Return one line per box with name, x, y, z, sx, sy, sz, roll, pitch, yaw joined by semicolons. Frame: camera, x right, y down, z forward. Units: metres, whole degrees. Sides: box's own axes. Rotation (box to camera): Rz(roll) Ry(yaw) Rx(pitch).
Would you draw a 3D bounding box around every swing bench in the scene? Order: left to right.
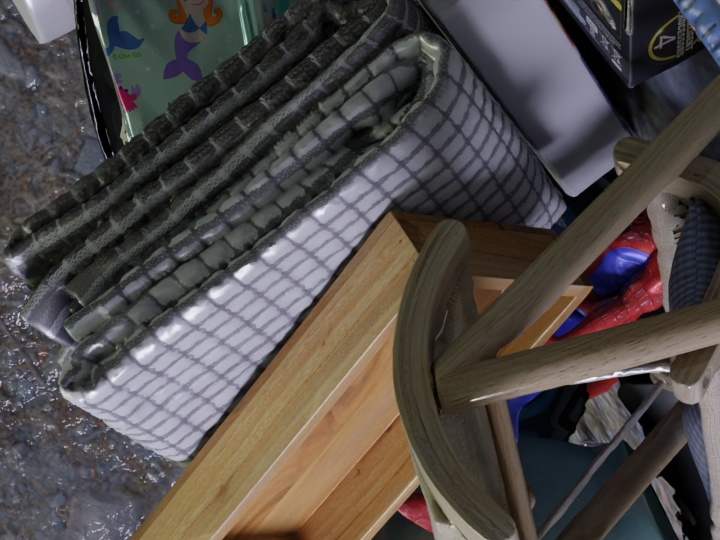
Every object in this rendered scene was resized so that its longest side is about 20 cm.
swing bench;0.107;0.058;0.732;0.130;0.200;0.199;54;169;35

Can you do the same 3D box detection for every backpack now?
backpack;-0.061;-0.101;0.922;0.178;0.150;0.200;-90;-15;-58

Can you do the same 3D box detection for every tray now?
tray;-0.003;0.060;0.791;0.098;0.200;0.037;5;-138;-46

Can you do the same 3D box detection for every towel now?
towel;-0.029;-0.013;0.785;0.086;0.200;0.166;53;-175;26

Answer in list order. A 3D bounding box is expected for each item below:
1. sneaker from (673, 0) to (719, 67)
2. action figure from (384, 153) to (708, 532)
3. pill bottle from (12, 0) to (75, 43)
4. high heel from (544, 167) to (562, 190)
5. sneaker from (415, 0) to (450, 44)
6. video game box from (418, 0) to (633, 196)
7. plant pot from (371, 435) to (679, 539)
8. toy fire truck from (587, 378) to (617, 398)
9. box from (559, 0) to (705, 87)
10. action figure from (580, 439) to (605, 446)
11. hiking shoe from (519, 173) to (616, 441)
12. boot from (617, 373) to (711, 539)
sneaker;0.102;-0.135;0.555;0.200;0.088;0.075;56;-167;5
action figure;0.080;0.024;0.842;0.052;0.200;0.065;37;-166;-29
pill bottle;-0.119;-0.218;1.129;0.117;0.200;0.116;58;171;14
high heel;0.038;0.017;1.046;0.067;0.096;0.200;59;138;16
sneaker;0.040;-0.100;1.024;0.098;0.071;0.200;70;164;-7
video game box;0.035;-0.141;0.853;0.182;0.047;0.200;54;-174;27
plant pot;0.092;0.160;0.930;0.201;0.134;0.200;62;-172;-15
toy fire truck;0.083;0.055;1.120;0.200;0.049;0.141;58;137;18
box;0.062;-0.187;0.717;0.200;0.049;0.161;57;172;27
action figure;0.079;0.064;1.226;0.200;0.102;0.119;62;178;-18
hiking shoe;0.073;0.032;0.978;0.074;0.086;0.200;55;144;35
boot;0.195;0.126;0.920;0.201;0.065;0.165;67;168;-10
